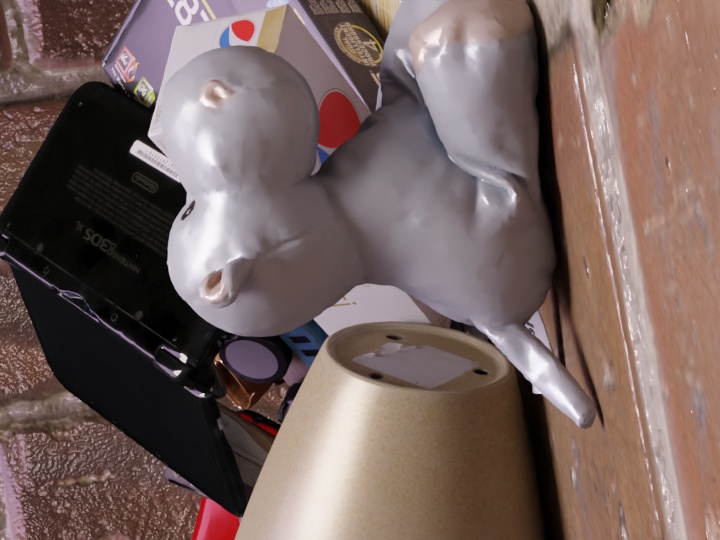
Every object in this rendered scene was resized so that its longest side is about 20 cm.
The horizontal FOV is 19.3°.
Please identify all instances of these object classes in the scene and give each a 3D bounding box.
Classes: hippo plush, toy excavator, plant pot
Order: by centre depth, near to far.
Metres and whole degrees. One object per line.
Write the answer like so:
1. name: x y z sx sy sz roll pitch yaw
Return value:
1. hippo plush: -0.006 -0.030 0.908 0.159 0.161 0.200 -133 34 -81
2. plant pot: 0.018 0.134 1.043 0.187 0.187 0.200 -111 27 -68
3. toy excavator: 0.000 0.000 1.326 0.194 0.200 0.100 49 -140 -24

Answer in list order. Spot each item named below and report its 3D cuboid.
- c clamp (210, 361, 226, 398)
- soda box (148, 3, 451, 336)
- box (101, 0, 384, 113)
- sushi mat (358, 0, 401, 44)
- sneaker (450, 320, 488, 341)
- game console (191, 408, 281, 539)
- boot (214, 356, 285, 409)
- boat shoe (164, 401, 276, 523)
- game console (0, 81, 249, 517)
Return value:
1. c clamp: -0.123 -0.005 1.367 0.200 0.027 0.171 -166 61 -85
2. soda box: -0.021 -0.039 1.030 0.200 0.064 0.068 49 -137 -46
3. box: -0.054 -0.097 1.179 0.161 0.049 0.200 -51 61 39
4. sushi mat: 0.026 -0.066 1.167 0.096 0.012 0.200 45 148 45
5. sneaker: 0.035 0.070 1.174 0.099 0.078 0.200 -106 8 -80
6. game console: 0.000 0.191 1.405 0.119 0.200 0.172 -22 -48 -58
7. boot: -0.046 0.011 1.494 0.074 0.155 0.200 40 161 31
8. boat shoe: -0.040 0.143 1.228 0.200 0.065 0.072 32 -179 38
9. game console: -0.113 0.013 1.219 0.200 0.176 0.116 30 179 41
